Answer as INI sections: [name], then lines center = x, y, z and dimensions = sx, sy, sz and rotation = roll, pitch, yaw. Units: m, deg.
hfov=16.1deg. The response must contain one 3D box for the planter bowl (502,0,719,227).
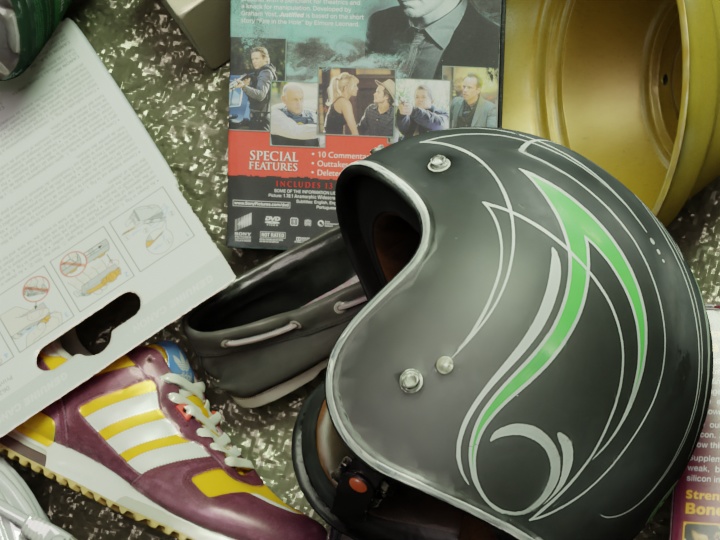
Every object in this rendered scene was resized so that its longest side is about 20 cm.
[planter bowl]
center = 0.141, -0.097, 1.276
dimensions = 0.083, 0.200, 0.202
rotation = -2, 68, -27

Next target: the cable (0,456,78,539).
[cable]
center = -0.244, 0.174, 1.294
dimensions = 0.200, 0.069, 0.200
rotation = 41, 87, 20

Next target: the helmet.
[helmet]
center = 0.063, 0.035, 1.164
dimensions = 0.199, 0.200, 0.191
rotation = 19, 70, 16

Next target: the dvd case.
[dvd case]
center = 0.003, -0.108, 1.313
dimensions = 0.145, 0.022, 0.201
rotation = 2, 101, 7

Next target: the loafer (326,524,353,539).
[loafer]
center = 0.020, 0.091, 1.279
dimensions = 0.063, 0.072, 0.201
rotation = 9, 67, 34

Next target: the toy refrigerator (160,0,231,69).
[toy refrigerator]
center = -0.026, -0.204, 1.373
dimensions = 0.200, 0.076, 0.070
rotation = -37, 69, -1

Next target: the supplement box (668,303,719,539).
[supplement box]
center = 0.205, 0.125, 1.213
dimensions = 0.110, 0.086, 0.201
rotation = 3, 73, 12

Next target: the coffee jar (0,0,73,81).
[coffee jar]
center = -0.177, -0.192, 1.355
dimensions = 0.104, 0.086, 0.200
rotation = 17, 46, 17

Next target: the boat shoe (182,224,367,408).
[boat shoe]
center = 0.000, 0.000, 1.282
dimensions = 0.199, 0.057, 0.067
rotation = -32, 34, 14

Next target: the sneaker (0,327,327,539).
[sneaker]
center = -0.095, 0.085, 1.292
dimensions = 0.199, 0.075, 0.091
rotation = 22, 83, 16

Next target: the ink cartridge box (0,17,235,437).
[ink cartridge box]
center = -0.171, -0.015, 1.340
dimensions = 0.162, 0.057, 0.200
rotation = -34, 64, -2
